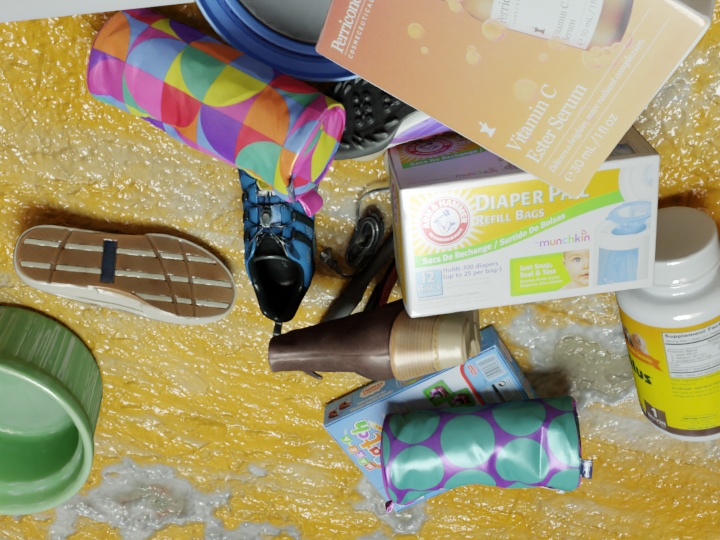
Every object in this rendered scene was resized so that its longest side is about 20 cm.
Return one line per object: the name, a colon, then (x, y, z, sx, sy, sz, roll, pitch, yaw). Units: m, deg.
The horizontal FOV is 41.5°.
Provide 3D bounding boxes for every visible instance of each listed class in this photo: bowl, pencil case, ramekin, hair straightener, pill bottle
bowl: (-0.031, -0.238, 0.681, 0.196, 0.040, 0.204, 4, 124, 5)
pencil case: (0.117, 0.175, 0.908, 0.195, 0.085, 0.095, -5, 96, 4)
pencil case: (-0.107, -0.122, 0.708, 0.198, 0.088, 0.090, 31, 125, 12)
ramekin: (-0.347, 0.132, 0.923, 0.195, 0.099, 0.203, 1, 126, 1)
hair straightener: (0.000, 0.000, 0.856, 0.076, 0.041, 0.202, 21, 128, -13)
pill bottle: (0.288, 0.048, 0.845, 0.107, 0.110, 0.203, -15, 124, 11)

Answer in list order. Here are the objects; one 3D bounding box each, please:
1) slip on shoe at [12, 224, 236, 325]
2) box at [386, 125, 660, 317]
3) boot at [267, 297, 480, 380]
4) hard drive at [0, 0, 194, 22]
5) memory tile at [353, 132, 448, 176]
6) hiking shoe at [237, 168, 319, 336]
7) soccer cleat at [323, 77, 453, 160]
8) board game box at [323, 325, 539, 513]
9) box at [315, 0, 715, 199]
slip on shoe: (-0.211, 0.006, 0.859, 0.195, 0.078, 0.061, 8, 166, -14)
box: (0.123, -0.047, 0.750, 0.195, 0.102, 0.115, -8, 118, -1)
boot: (0.019, 0.048, 0.821, 0.162, 0.200, 0.074, -3, 96, 13)
hard drive: (-0.221, -0.248, 0.671, 0.195, 0.026, 0.134, -1, 123, 15)
memory tile: (0.088, -0.120, 0.787, 0.197, 0.017, 0.154, 25, 122, -16)
hiking shoe: (-0.066, -0.049, 0.796, 0.073, 0.087, 0.203, -5, 125, 4)
soccer cleat: (0.047, -0.125, 0.738, 0.197, 0.070, 0.073, -19, 158, 23)
board game box: (0.083, 0.158, 0.972, 0.197, 0.037, 0.152, -27, 121, 17)
box: (0.094, -0.169, 0.580, 0.197, 0.107, 0.153, 28, 141, 1)
